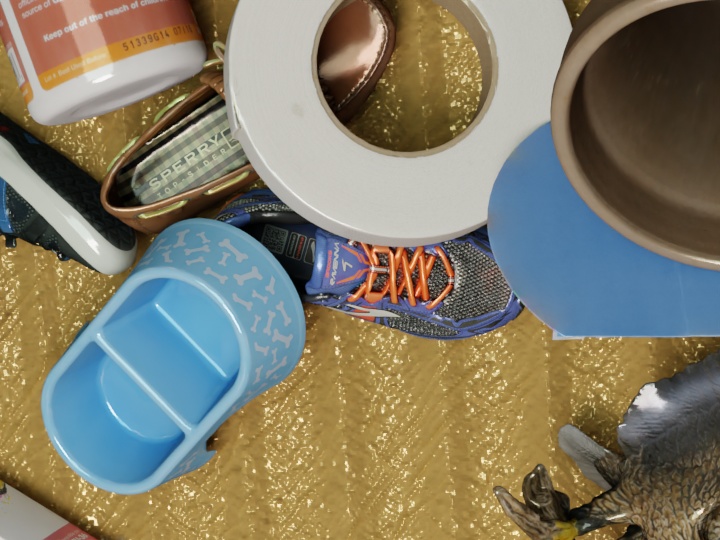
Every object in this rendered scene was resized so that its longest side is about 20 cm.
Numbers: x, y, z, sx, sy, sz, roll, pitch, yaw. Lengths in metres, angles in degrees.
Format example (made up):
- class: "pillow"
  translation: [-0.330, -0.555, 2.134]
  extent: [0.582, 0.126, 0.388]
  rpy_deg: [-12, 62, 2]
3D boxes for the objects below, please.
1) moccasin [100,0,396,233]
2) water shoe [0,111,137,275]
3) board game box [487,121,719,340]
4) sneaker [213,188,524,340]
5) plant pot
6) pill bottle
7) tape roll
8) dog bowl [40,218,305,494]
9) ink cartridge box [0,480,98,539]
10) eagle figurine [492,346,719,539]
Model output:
- class: "moccasin"
  translation: [-0.067, -0.095, 1.661]
  extent: [0.201, 0.078, 0.074]
  rpy_deg: [-30, 83, 10]
- class: "water shoe"
  translation: [-0.219, -0.044, 1.719]
  extent: [0.200, 0.071, 0.079]
  rpy_deg: [38, 106, 21]
- class: "board game box"
  translation: [0.168, -0.013, 1.569]
  extent: [0.200, 0.039, 0.158]
  rpy_deg: [0, 49, -5]
- class: "sneaker"
  translation: [0.000, 0.000, 1.650]
  extent: [0.200, 0.078, 0.075]
  rpy_deg: [8, 97, 16]
- class: "plant pot"
  translation: [0.213, -0.127, 1.516]
  extent: [0.200, 0.175, 0.200]
  rpy_deg: [9, 136, 9]
- class: "pill bottle"
  translation: [-0.172, -0.195, 1.669]
  extent: [0.112, 0.112, 0.200]
  rpy_deg: [-20, 88, 16]
- class: "tape roll"
  translation: [0.022, -0.113, 1.615]
  extent: [0.202, 0.037, 0.203]
  rpy_deg: [1, 82, -7]
- class: "dog bowl"
  translation: [-0.116, 0.057, 1.662]
  extent: [0.111, 0.050, 0.200]
  rpy_deg: [45, 129, 3]
- class: "ink cartridge box"
  translation: [-0.261, 0.177, 1.735]
  extent: [0.200, 0.067, 0.117]
  rpy_deg: [31, 111, 11]
- class: "eagle figurine"
  translation: [0.195, 0.128, 1.566]
  extent: [0.200, 0.152, 0.151]
  rpy_deg: [-24, 81, 12]
